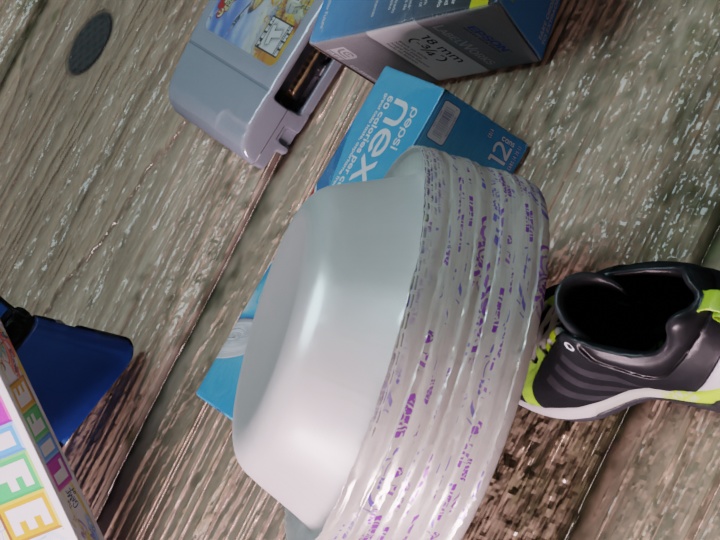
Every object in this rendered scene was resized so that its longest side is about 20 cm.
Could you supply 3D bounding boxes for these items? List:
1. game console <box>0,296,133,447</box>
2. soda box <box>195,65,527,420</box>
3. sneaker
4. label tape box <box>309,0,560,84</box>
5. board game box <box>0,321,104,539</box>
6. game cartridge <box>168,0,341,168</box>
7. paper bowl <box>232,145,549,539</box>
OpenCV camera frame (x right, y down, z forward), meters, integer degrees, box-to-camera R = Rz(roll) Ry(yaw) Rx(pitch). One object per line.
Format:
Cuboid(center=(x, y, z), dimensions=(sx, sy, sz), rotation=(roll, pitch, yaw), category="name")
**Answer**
Cuboid(center=(-0.260, 0.074, 1.683), dimensions=(0.200, 0.171, 0.118), rotation=(-50, 1, 13), category="game console")
Cuboid(center=(0.000, 0.000, 1.514), dimensions=(0.200, 0.064, 0.068), rotation=(-59, 32, -1), category="soda box")
Cuboid(center=(0.113, 0.019, 1.321), dimensions=(0.200, 0.083, 0.072), rotation=(-7, 58, 52), category="sneaker")
Cuboid(center=(0.074, -0.181, 1.560), dimensions=(0.200, 0.063, 0.145), rotation=(-6, 59, 52), category="label tape box")
Cuboid(center=(-0.230, 0.111, 1.602), dimensions=(0.134, 0.201, 0.034), rotation=(-23, 7, 17), category="board game box")
Cuboid(center=(-0.037, -0.164, 1.731), dimensions=(0.200, 0.041, 0.133), rotation=(-58, 36, 2), category="game cartridge")
Cuboid(center=(0.006, 0.039, 1.371), dimensions=(0.201, 0.104, 0.202), rotation=(-164, 90, -79), category="paper bowl")
